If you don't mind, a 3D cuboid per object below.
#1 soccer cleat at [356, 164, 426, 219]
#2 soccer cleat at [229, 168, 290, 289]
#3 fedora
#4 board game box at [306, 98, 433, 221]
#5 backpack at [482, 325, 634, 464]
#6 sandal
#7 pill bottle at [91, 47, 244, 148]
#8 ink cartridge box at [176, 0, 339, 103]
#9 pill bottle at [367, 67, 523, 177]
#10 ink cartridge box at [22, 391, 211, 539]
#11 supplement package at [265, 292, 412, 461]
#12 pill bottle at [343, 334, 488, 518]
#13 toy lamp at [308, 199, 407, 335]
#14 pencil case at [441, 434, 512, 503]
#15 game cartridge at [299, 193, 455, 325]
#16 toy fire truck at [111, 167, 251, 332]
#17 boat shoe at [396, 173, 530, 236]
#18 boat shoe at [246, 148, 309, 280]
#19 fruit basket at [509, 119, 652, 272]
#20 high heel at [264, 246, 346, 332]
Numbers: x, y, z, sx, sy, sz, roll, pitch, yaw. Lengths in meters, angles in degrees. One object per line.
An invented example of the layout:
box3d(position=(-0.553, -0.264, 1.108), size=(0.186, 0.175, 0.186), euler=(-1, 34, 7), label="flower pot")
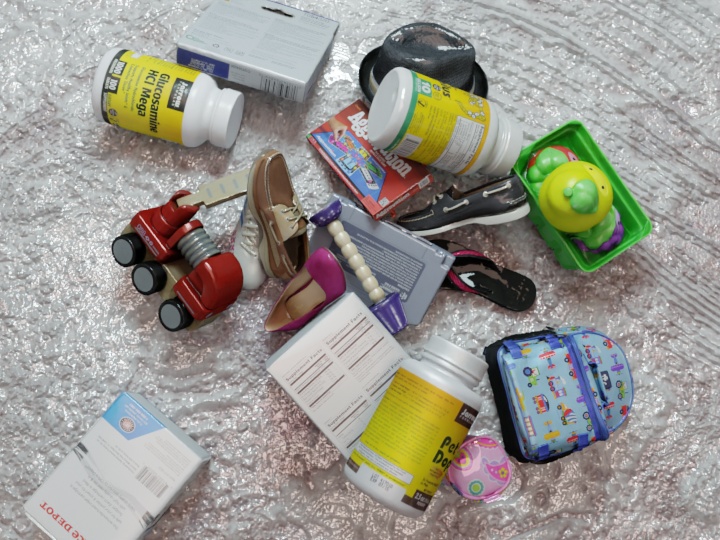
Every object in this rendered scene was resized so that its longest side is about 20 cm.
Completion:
box3d(position=(0.045, -0.146, 1.164), size=(0.077, 0.069, 0.200), euler=(31, 83, 7), label="soccer cleat")
box3d(position=(-0.150, -0.074, 1.133), size=(0.070, 0.086, 0.200), euler=(12, 80, 0), label="soccer cleat")
box3d(position=(0.098, -0.303, 1.153), size=(0.200, 0.092, 0.201), euler=(2, 59, -4), label="fedora")
box3d(position=(0.010, -0.166, 1.141), size=(0.103, 0.019, 0.200), euler=(-35, 55, -5), label="board game box")
box3d(position=(0.291, 0.164, 1.083), size=(0.200, 0.135, 0.183), euler=(-10, 81, -6), label="backpack")
box3d(position=(0.167, 0.003, 1.150), size=(0.200, 0.045, 0.075), euler=(19, 80, 2), label="sandal")
box3d(position=(-0.279, -0.248, 1.146), size=(0.200, 0.112, 0.113), euler=(16, 80, 1), label="pill bottle")
box3d(position=(-0.149, -0.344, 1.179), size=(0.196, 0.043, 0.200), euler=(18, 43, 2), label="ink cartridge box")
box3d(position=(0.120, -0.197, 1.080), size=(0.200, 0.113, 0.113), euler=(16, 79, -20), label="pill bottle")
box3d(position=(-0.328, 0.288, 1.064), size=(0.146, 0.086, 0.200), euler=(40, 82, 5), label="ink cartridge box")
box3d(position=(-0.008, 0.153, 1.052), size=(0.151, 0.152, 0.200), euler=(-42, 93, -8), label="supplement package")
box3d(position=(0.072, 0.182, 0.928), size=(0.109, 0.109, 0.200), euler=(29, 85, 3), label="pill bottle")
box3d(position=(0.000, 0.000, 1.088), size=(0.058, 0.058, 0.200), euler=(-33, 92, -7), label="toy lamp")
box3d(position=(0.137, 0.255, 1.026), size=(0.087, 0.200, 0.088), euler=(1, 82, -6), label="pencil case")
box3d(position=(0.020, -0.009, 1.128), size=(0.200, 0.041, 0.133), euler=(29, 102, 5), label="game cartridge")
box3d(position=(-0.215, -0.040, 1.084), size=(0.200, 0.129, 0.176), euler=(-42, 82, 29), label="toy fire truck")
box3d(position=(0.140, -0.093, 1.120), size=(0.200, 0.074, 0.060), euler=(-8, 110, 29), label="boat shoe")
box3d(position=(-0.103, -0.073, 1.075), size=(0.072, 0.200, 0.076), euler=(18, 42, 31), label="boat shoe")
box3d(position=(0.307, -0.106, 1.091), size=(0.155, 0.216, 0.216), euler=(-31, 82, -14), label="fruit basket")
box3d(position=(-0.078, 0.035, 1.054), size=(0.096, 0.200, 0.067), euler=(-33, 75, -21), label="high heel")
